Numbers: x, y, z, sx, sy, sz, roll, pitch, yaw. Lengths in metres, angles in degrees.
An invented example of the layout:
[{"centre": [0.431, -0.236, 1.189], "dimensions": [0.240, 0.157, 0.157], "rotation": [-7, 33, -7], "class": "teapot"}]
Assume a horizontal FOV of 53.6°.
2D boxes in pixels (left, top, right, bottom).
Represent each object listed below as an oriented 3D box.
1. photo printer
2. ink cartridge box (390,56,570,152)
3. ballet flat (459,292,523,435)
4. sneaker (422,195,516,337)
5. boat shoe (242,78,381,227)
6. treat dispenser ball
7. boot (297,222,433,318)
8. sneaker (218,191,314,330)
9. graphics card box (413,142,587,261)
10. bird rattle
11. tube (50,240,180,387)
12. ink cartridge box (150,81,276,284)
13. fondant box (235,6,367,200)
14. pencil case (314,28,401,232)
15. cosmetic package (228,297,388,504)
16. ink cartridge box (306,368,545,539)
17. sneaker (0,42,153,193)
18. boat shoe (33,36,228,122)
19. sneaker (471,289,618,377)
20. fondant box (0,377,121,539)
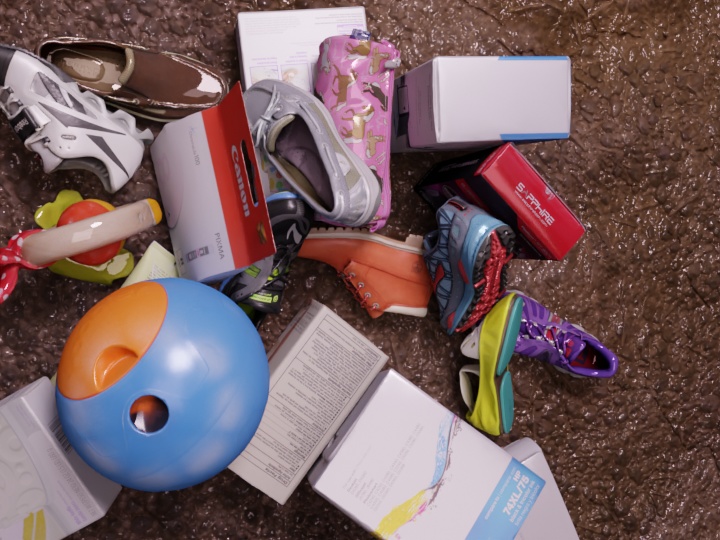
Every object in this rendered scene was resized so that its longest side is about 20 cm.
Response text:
[{"centre": [0.162, 0.328, 0.891], "dimensions": [0.199, 0.069, 0.168], "rotation": [-26, 99, -11], "class": "photo printer"}, {"centre": [0.115, -0.176, 0.778], "dimensions": [0.145, 0.200, 0.087], "rotation": [-4, 96, -13], "class": "ink cartridge box"}, {"centre": [0.152, 0.112, 0.852], "dimensions": [0.066, 0.067, 0.202], "rotation": [13, 124, 25], "class": "ballet flat"}, {"centre": [0.114, -0.007, 0.802], "dimensions": [0.079, 0.201, 0.096], "rotation": [-31, 60, -25], "class": "sneaker"}, {"centre": [-0.060, -0.121, 0.702], "dimensions": [0.075, 0.064, 0.203], "rotation": [-50, 64, 26], "class": "boat shoe"}, {"centre": [-0.187, 0.108, 0.689], "dimensions": [0.199, 0.201, 0.203], "rotation": [-1, 94, -14], "class": "treat dispenser ball"}, {"centre": [0.000, 0.000, 0.829], "dimensions": [0.198, 0.075, 0.108], "rotation": [10, 96, -16], "class": "boot"}, {"centre": [-0.096, 0.000, 0.753], "dimensions": [0.070, 0.083, 0.200], "rotation": [7, 132, -31], "class": "sneaker"}, {"centre": [0.146, -0.071, 0.793], "dimensions": [0.125, 0.200, 0.051], "rotation": [44, 82, -14], "class": "graphics card box"}, {"centre": [-0.285, -0.036, 0.688], "dimensions": [0.161, 0.200, 0.114], "rotation": [-16, 92, 16], "class": "bird rattle"}, {"centre": [-0.262, 0.066, 0.778], "dimensions": [0.052, 0.058, 0.201], "rotation": [37, 84, 2], "class": "tube"}, {"centre": [-0.153, -0.075, 0.707], "dimensions": [0.057, 0.200, 0.164], "rotation": [-12, 88, -24], "class": "ink cartridge box"}, {"centre": [-0.059, -0.186, 0.807], "dimensions": [0.143, 0.058, 0.202], "rotation": [-7, 95, -14], "class": "fondant box"}, {"centre": [-0.006, -0.143, 0.751], "dimensions": [0.082, 0.086, 0.202], "rotation": [1, 95, -29], "class": "pencil case"}, {"centre": [-0.073, 0.143, 0.810], "dimensions": [0.103, 0.087, 0.201], "rotation": [40, 83, -15], "class": "cosmetic package"}, {"centre": [0.062, 0.226, 0.774], "dimensions": [0.199, 0.147, 0.147], "rotation": [36, 78, 0], "class": "ink cartridge box"}, {"centre": [-0.312, -0.148, 0.706], "dimensions": [0.199, 0.074, 0.089], "rotation": [29, 66, -24], "class": "sneaker"}, {"centre": [-0.239, -0.202, 0.750], "dimensions": [0.200, 0.075, 0.076], "rotation": [4, 93, -15], "class": "boat shoe"}, {"centre": [0.234, 0.080, 0.886], "dimensions": [0.198, 0.083, 0.081], "rotation": [20, 88, -12], "class": "sneaker"}, {"centre": [-0.370, 0.221, 0.722], "dimensions": [0.199, 0.058, 0.145], "rotation": [-29, 102, 7], "class": "fondant box"}]
